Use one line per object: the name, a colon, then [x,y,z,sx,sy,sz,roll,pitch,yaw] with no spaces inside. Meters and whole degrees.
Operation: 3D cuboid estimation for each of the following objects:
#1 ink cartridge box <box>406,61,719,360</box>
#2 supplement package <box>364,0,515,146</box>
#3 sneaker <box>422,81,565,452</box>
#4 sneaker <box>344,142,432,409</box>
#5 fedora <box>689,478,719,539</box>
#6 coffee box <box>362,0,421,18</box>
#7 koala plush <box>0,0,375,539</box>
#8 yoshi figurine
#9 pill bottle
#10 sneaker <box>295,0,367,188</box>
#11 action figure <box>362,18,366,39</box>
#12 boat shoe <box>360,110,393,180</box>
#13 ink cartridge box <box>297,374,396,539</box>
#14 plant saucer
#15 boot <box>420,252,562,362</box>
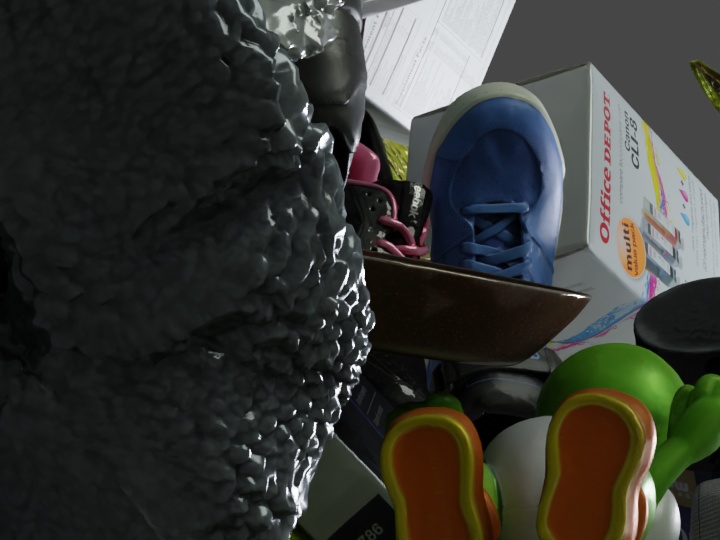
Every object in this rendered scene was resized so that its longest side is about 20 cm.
ink cartridge box: [0.139,-0.017,1.144,0.200,0.145,0.145,36,49,-44]
supplement package: [-0.006,-0.197,1.240,0.152,0.151,0.200,21,-3,28]
sneaker: [0.069,0.018,0.816,0.077,0.200,0.111,2,29,-11]
sneaker: [0.000,0.000,0.792,0.079,0.095,0.200,40,13,-40]
fedora: [0.210,0.170,0.852,0.177,0.090,0.200,-47,132,-74]
coffee box: [-0.046,-0.259,0.911,0.198,0.200,0.200,-124,-161,-52]
koala plush: [-0.081,-0.028,0.403,0.184,0.177,0.200,56,7,-15]
yoshi figurine: [0.077,0.065,0.617,0.112,0.112,0.200,44,6,20]
pill bottle: [0.215,0.110,0.964,0.112,0.112,0.200,-111,-175,-65]
sneaker: [-0.042,-0.052,0.699,0.200,0.076,0.091,119,-36,-69]
action figure: [-0.062,-0.136,1.043,0.200,0.134,0.149,14,-60,61]
boat shoe: [-0.002,-0.058,1.112,0.067,0.057,0.200,41,11,-26]
ink cartridge box: [0.004,0.083,0.645,0.200,0.039,0.099,45,11,-4]
plant saucer: [-0.014,0.006,0.639,0.200,0.035,0.200,10,2,0]
boot: [0.069,0.053,1.013,0.200,0.072,0.166,42,-1,-16]
